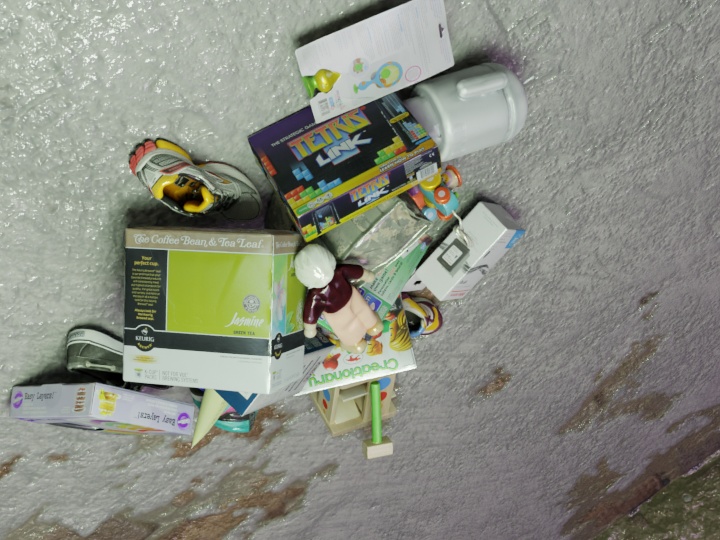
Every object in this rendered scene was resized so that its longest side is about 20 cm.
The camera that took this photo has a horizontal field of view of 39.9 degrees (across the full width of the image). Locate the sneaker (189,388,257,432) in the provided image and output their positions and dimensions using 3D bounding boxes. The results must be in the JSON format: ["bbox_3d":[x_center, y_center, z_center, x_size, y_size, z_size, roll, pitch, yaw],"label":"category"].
[{"bbox_3d":[-0.172,0.201,1.612,0.200,0.084,0.121,-15,134,-12],"label":"sneaker"}]

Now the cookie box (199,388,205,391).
[{"bbox_3d":[-0.200,0.072,1.459,0.200,0.075,0.171,-37,144,4],"label":"cookie box"}]

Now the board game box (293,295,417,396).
[{"bbox_3d":[-0.021,0.113,1.551,0.200,0.126,0.035,-14,175,1],"label":"board game box"}]

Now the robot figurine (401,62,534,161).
[{"bbox_3d":[0.147,-0.219,1.368,0.200,0.113,0.170,-20,168,-18],"label":"robot figurine"}]

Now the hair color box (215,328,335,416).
[{"bbox_3d":[-0.120,0.137,1.420,0.100,0.061,0.200,-52,166,14],"label":"hair color box"}]

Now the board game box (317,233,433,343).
[{"bbox_3d":[0.000,0.000,1.452,0.134,0.029,0.200,34,84,-14],"label":"board game box"}]

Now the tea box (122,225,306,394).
[{"bbox_3d":[-0.182,0.044,1.258,0.134,0.200,0.197,-13,107,-74],"label":"tea box"}]

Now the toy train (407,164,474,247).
[{"bbox_3d":[0.108,-0.111,1.424,0.056,0.200,0.150,-41,119,-7],"label":"toy train"}]

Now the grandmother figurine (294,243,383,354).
[{"bbox_3d":[-0.034,0.036,1.291,0.121,0.061,0.200,-54,145,-19],"label":"grandmother figurine"}]

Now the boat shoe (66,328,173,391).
[{"bbox_3d":[-0.342,0.147,1.430,0.071,0.064,0.200,-21,147,32],"label":"boat shoe"}]

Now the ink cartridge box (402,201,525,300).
[{"bbox_3d":[0.166,-0.016,1.614,0.200,0.067,0.116,-48,163,18],"label":"ink cartridge box"}]

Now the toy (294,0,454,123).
[{"bbox_3d":[0.015,-0.277,1.258,0.200,0.047,0.115,-27,136,-10],"label":"toy"}]

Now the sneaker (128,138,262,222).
[{"bbox_3d":[-0.203,-0.095,1.270,0.200,0.082,0.078,17,120,-46],"label":"sneaker"}]

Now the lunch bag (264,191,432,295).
[{"bbox_3d":[-0.034,-0.064,1.361,0.200,0.164,0.118,-44,147,13],"label":"lunch bag"}]

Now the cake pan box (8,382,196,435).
[{"bbox_3d":[-0.370,0.200,1.412,0.200,0.052,0.184,-7,159,36],"label":"cake pan box"}]

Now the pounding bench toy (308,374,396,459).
[{"bbox_3d":[0.006,0.193,1.641,0.124,0.200,0.156,-15,140,-23],"label":"pounding bench toy"}]

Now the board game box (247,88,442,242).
[{"bbox_3d":[-0.022,-0.149,1.276,0.200,0.165,0.057,-28,145,-8],"label":"board game box"}]

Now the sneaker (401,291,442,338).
[{"bbox_3d":[0.087,0.086,1.676,0.075,0.090,0.200,-46,141,15],"label":"sneaker"}]

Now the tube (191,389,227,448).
[{"bbox_3d":[-0.209,0.178,1.466,0.058,0.052,0.200,-4,135,-33],"label":"tube"}]
